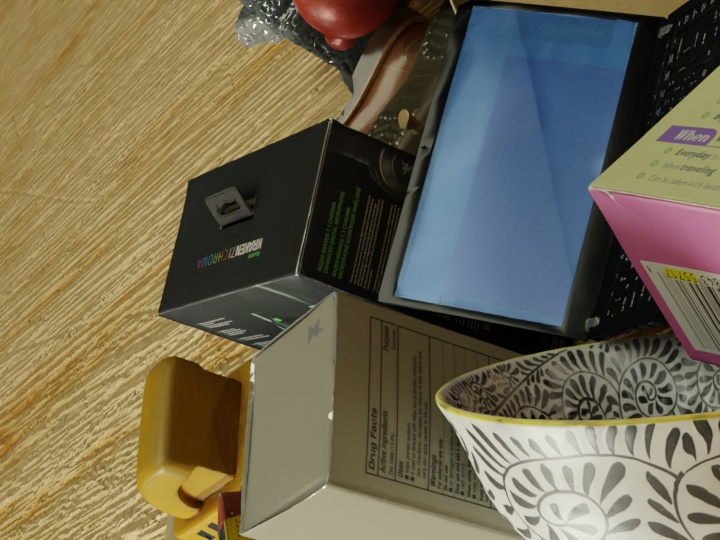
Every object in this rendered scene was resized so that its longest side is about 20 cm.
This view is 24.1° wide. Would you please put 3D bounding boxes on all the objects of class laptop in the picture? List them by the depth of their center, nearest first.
[{"bbox_3d":[0.101,-0.065,0.812,0.200,0.103,0.178,148,138,-75],"label":"laptop"}]

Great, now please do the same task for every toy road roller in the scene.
[{"bbox_3d":[-0.097,0.130,1.126,0.200,0.146,0.123,-38,41,45],"label":"toy road roller"}]

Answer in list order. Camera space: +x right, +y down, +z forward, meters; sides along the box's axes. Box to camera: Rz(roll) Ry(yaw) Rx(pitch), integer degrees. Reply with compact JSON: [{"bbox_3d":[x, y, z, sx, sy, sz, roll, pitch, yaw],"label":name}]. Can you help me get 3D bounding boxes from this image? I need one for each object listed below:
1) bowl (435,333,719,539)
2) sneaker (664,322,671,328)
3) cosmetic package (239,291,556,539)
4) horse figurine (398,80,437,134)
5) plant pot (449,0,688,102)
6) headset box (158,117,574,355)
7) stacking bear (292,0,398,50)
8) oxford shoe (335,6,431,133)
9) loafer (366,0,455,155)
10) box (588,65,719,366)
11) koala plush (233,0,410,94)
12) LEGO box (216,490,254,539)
[{"bbox_3d":[0.137,0.088,0.738,0.201,0.200,0.095,5,103,61],"label":"bowl"},{"bbox_3d":[0.183,-0.067,0.831,0.200,0.079,0.095,-65,17,-9],"label":"sneaker"},{"bbox_3d":[0.049,0.096,0.829,0.087,0.200,0.104,-37,40,48],"label":"cosmetic package"},{"bbox_3d":[0.098,-0.135,1.010,0.050,0.132,0.201,34,115,48],"label":"horse figurine"},{"bbox_3d":[0.141,-0.184,0.904,0.199,0.027,0.201,-5,77,22],"label":"plant pot"},{"bbox_3d":[0.000,0.000,0.985,0.174,0.200,0.093,-16,58,58],"label":"headset box"},{"bbox_3d":[0.037,-0.225,1.086,0.200,0.121,0.114,-35,18,26],"label":"stacking bear"},{"bbox_3d":[0.016,-0.076,1.159,0.071,0.071,0.200,34,113,28],"label":"oxford shoe"},{"bbox_3d":[0.071,-0.120,1.086,0.200,0.068,0.076,-54,28,-6],"label":"loafer"},{"bbox_3d":[0.223,-0.048,0.636,0.200,0.097,0.176,-42,23,-16],"label":"box"},{"bbox_3d":[-0.033,-0.238,1.260,0.178,0.183,0.200,-67,16,3],"label":"koala plush"},{"bbox_3d":[-0.037,0.245,0.955,0.200,0.077,0.149,-103,14,-47],"label":"LEGO box"}]
